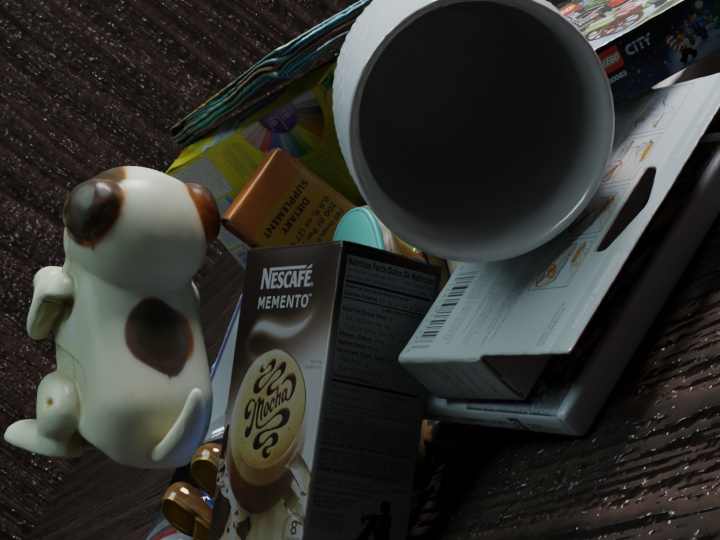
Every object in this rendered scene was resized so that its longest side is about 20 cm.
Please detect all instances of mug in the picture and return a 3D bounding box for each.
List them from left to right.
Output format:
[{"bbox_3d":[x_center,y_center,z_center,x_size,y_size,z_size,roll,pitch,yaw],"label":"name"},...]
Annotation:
[{"bbox_3d":[0.053,-0.124,1.056,0.176,0.146,0.202,-111,16,-73],"label":"mug"}]

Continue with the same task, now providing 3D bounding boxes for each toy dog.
[{"bbox_3d":[-0.165,0.029,1.286,0.194,0.138,0.203,-171,84,-69],"label":"toy dog"}]

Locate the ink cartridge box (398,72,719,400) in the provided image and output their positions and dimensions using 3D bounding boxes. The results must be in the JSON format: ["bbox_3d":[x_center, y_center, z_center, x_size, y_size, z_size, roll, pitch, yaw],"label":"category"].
[{"bbox_3d":[0.126,-0.018,1.042,0.201,0.044,0.173,-56,23,-20],"label":"ink cartridge box"}]

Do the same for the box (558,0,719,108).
[{"bbox_3d":[0.209,-0.170,1.112,0.199,0.038,0.137,-29,17,-1],"label":"box"}]

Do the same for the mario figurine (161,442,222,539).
[{"bbox_3d":[-0.062,0.096,1.260,0.122,0.107,0.200,-4,23,38],"label":"mario figurine"}]

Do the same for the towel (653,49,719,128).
[{"bbox_3d":[0.219,-0.137,1.241,0.201,0.032,0.191,-58,9,-31],"label":"towel"}]

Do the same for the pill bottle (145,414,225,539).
[{"bbox_3d":[-0.091,0.188,1.329,0.114,0.114,0.200,-49,10,24],"label":"pill bottle"}]

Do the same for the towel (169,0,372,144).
[{"bbox_3d":[-0.047,-0.150,1.338,0.146,0.022,0.200,-34,5,-28],"label":"towel"}]

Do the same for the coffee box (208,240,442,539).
[{"bbox_3d":[-0.024,0.089,1.131,0.113,0.079,0.202,-6,75,56],"label":"coffee box"}]

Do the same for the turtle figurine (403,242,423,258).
[{"bbox_3d":[0.070,-0.020,1.430,0.143,0.199,0.196,-14,54,39],"label":"turtle figurine"}]

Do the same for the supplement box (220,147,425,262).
[{"bbox_3d":[0.000,0.000,1.297,0.067,0.199,0.069,-54,9,-6],"label":"supplement box"}]

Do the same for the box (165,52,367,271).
[{"bbox_3d":[-0.036,-0.076,1.344,0.199,0.118,0.049,-24,24,41],"label":"box"}]

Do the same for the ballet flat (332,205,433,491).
[{"bbox_3d":[0.021,0.056,1.222,0.068,0.072,0.202,-32,51,39],"label":"ballet flat"}]

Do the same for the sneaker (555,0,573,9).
[{"bbox_3d":[0.151,-0.145,1.283,0.200,0.076,0.076,-48,10,39],"label":"sneaker"}]

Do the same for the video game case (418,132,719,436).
[{"bbox_3d":[0.124,0.007,1.094,0.201,0.023,0.181,-56,22,-18],"label":"video game case"}]

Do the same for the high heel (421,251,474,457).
[{"bbox_3d":[0.045,0.013,1.203,0.071,0.142,0.201,-38,17,52],"label":"high heel"}]

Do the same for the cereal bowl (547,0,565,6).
[{"bbox_3d":[0.096,-0.171,1.325,0.200,0.083,0.201,-43,-23,-23],"label":"cereal bowl"}]

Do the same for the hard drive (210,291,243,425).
[{"bbox_3d":[-0.041,0.052,1.473,0.199,0.025,0.133,-18,-42,-51],"label":"hard drive"}]

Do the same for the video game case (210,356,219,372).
[{"bbox_3d":[-0.037,0.052,1.530,0.144,0.018,0.200,-52,-25,-1],"label":"video game case"}]
